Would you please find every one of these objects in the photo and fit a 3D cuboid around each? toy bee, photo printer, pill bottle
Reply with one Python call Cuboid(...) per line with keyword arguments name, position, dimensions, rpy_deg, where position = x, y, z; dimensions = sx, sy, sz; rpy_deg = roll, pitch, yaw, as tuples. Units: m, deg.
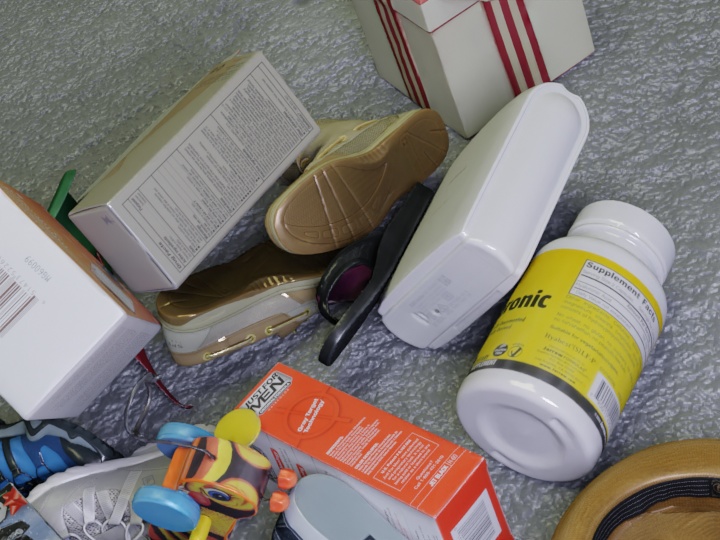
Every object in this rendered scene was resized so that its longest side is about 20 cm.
Cuboid(name="toy bee", position=(-0.100, 0.153, 1.072), dimensions=(0.108, 0.200, 0.131), rpy_deg=(16, 81, 7))
Cuboid(name="photo printer", position=(0.102, -0.050, 1.258), dimensions=(0.166, 0.069, 0.200), rpy_deg=(-45, 13, 55))
Cuboid(name="pill bottle", position=(0.159, 0.046, 1.160), dimensions=(0.111, 0.111, 0.200), rpy_deg=(10, 51, 32))

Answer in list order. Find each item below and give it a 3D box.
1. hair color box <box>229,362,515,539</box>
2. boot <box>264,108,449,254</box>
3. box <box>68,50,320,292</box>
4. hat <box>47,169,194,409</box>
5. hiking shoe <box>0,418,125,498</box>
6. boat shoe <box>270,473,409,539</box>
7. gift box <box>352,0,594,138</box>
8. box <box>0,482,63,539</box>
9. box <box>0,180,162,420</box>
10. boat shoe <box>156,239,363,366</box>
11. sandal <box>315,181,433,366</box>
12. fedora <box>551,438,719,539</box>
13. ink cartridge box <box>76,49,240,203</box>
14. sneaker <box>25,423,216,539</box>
Cuboid(name="hair color box", position=(0.007, 0.148, 1.130), dimensions=(0.200, 0.102, 0.061), rpy_deg=(21, 56, 38))
Cuboid(name="boot", position=(-0.038, -0.079, 1.373), dimensions=(0.200, 0.073, 0.155), rpy_deg=(-40, 27, -32))
Cuboid(name="box", position=(-0.135, -0.081, 1.308), dimensions=(0.200, 0.095, 0.078), rpy_deg=(-48, 23, -28))
Cuboid(name="hat", position=(-0.220, 0.033, 1.399), dimensions=(0.176, 0.166, 0.200), rpy_deg=(26, 55, -11))
Cuboid(name="hiking shoe", position=(-0.276, 0.164, 1.276), dimensions=(0.199, 0.074, 0.087), rpy_deg=(3, 64, 33))
Cuboid(name="boat shoe", position=(0.016, 0.232, 1.069), dimensions=(0.200, 0.091, 0.071), rpy_deg=(43, 42, 19))
Cuboid(name="gift box", position=(0.105, -0.258, 1.442), dimensions=(0.184, 0.187, 0.200), rpy_deg=(-39, 43, -16))
Cuboid(name="box", position=(-0.283, 0.254, 1.093), dimensions=(0.200, 0.040, 0.137), rpy_deg=(-40, 43, -16))
Cuboid(name="box", position=(-0.250, 0.024, 1.202), dimensions=(0.152, 0.200, 0.106), rpy_deg=(44, 87, 3))
Cuboid(name="boat shoe", position=(-0.078, 0.023, 1.321), dimensions=(0.199, 0.067, 0.074), rpy_deg=(-18, 37, -25))
Cuboid(name="sandal", position=(0.000, 0.000, 1.282), dimensions=(0.048, 0.075, 0.201), rpy_deg=(28, 49, 2))
Cuboid(name="fedora", position=(0.219, 0.199, 0.997), dimensions=(0.200, 0.082, 0.201), rpy_deg=(-8, 44, 8))
Cuboid(name="ink cartridge box", position=(-0.180, -0.108, 1.444), dimensions=(0.162, 0.050, 0.200), rpy_deg=(-51, 15, -27))
Cuboid(name="sneaker", position=(-0.183, 0.187, 1.192), dimensions=(0.200, 0.075, 0.082), rpy_deg=(-28, 41, -6))
